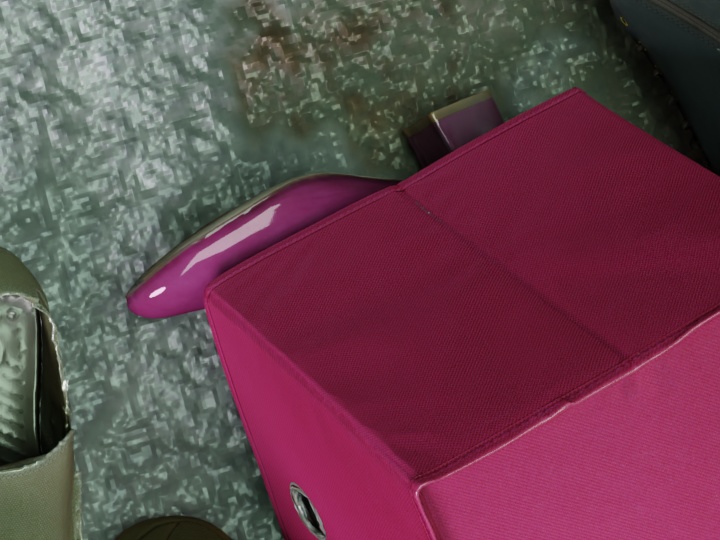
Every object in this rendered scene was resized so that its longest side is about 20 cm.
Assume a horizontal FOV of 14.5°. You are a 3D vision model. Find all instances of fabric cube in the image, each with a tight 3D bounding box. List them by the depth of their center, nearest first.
[{"bbox_3d":[0.084,0.076,1.156,0.200,0.199,0.196,-28,122,-14],"label":"fabric cube"}]

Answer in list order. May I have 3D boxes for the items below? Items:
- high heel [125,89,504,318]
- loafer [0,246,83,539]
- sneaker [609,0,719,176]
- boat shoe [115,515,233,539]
[{"bbox_3d":[0.000,0.000,1.221,0.200,0.067,0.096,-26,89,-19],"label":"high heel"},{"bbox_3d":[-0.154,0.089,1.175,0.076,0.068,0.200,-8,94,-18],"label":"loafer"},{"bbox_3d":[0.162,-0.082,1.258,0.106,0.200,0.075,22,45,19],"label":"sneaker"},{"bbox_3d":[-0.059,0.187,1.166,0.072,0.201,0.066,-11,132,-18],"label":"boat shoe"}]
